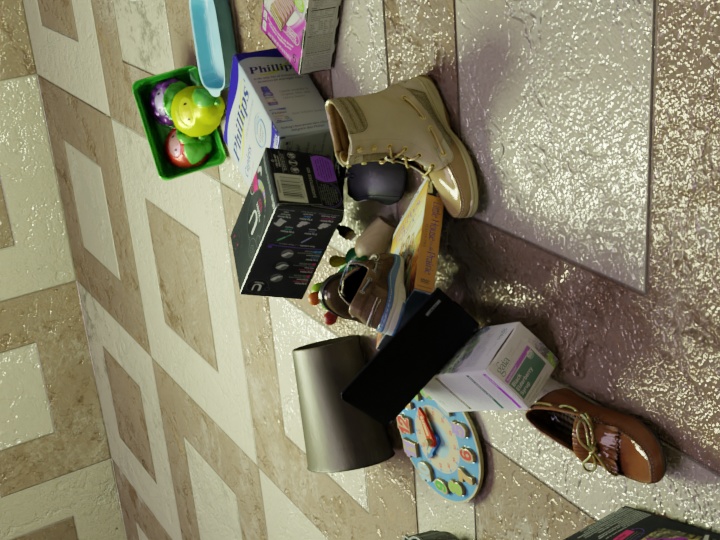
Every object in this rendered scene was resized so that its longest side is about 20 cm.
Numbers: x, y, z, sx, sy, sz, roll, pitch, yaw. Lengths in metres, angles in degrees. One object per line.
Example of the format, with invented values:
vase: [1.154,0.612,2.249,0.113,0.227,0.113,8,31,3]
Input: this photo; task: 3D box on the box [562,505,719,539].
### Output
box: [0.330,0.348,1.188,0.200,0.106,0.123,4,111,61]

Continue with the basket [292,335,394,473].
basket: [-0.038,0.216,1.799,0.180,0.135,0.201,-12,91,59]

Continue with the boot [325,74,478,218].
boot: [0.052,-0.143,1.379,0.201,0.155,0.073,68,153,10]

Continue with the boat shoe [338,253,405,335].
boat shoe: [0.013,0.015,1.375,0.200,0.072,0.073,-102,32,-74]

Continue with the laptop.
laptop: [0.054,0.097,1.394,0.103,0.177,0.200,42,-177,-14]

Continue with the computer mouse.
computer mouse: [-0.006,-0.109,1.593,0.200,0.046,0.141,24,107,57]

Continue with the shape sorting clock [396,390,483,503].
shape sorting clock: [0.114,0.251,1.623,0.200,0.039,0.201,41,140,47]

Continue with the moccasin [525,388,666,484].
moccasin: [0.266,0.190,1.250,0.201,0.077,0.074,33,133,52]

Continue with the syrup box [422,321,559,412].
syrup box: [0.154,0.127,1.396,0.081,0.079,0.200,43,157,-15]

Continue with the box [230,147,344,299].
box: [-0.114,-0.068,1.634,0.200,0.106,0.123,117,149,-43]

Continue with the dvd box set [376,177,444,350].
dvd box set: [0.068,-0.010,1.435,0.147,0.029,0.201,120,165,-50]

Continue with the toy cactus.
toy cactus: [0.000,0.000,1.610,0.102,0.200,0.165,36,105,2]

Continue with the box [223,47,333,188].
box: [-0.130,-0.217,1.730,0.200,0.104,0.184,61,151,34]

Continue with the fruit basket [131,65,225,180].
fruit basket: [-0.334,-0.285,2.072,0.216,0.155,0.217,162,90,-81]

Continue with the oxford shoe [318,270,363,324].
oxford shoe: [0.034,0.051,1.508,0.084,0.199,0.073,32,102,56]

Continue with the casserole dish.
casserole dish: [-0.258,-0.412,1.944,0.121,0.039,0.201,18,118,59]

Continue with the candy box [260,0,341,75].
candy box: [-0.086,-0.408,1.595,0.137,0.061,0.201,52,146,36]

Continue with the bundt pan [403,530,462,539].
bundt pan: [0.137,0.489,1.674,0.202,0.075,0.203,40,138,49]
